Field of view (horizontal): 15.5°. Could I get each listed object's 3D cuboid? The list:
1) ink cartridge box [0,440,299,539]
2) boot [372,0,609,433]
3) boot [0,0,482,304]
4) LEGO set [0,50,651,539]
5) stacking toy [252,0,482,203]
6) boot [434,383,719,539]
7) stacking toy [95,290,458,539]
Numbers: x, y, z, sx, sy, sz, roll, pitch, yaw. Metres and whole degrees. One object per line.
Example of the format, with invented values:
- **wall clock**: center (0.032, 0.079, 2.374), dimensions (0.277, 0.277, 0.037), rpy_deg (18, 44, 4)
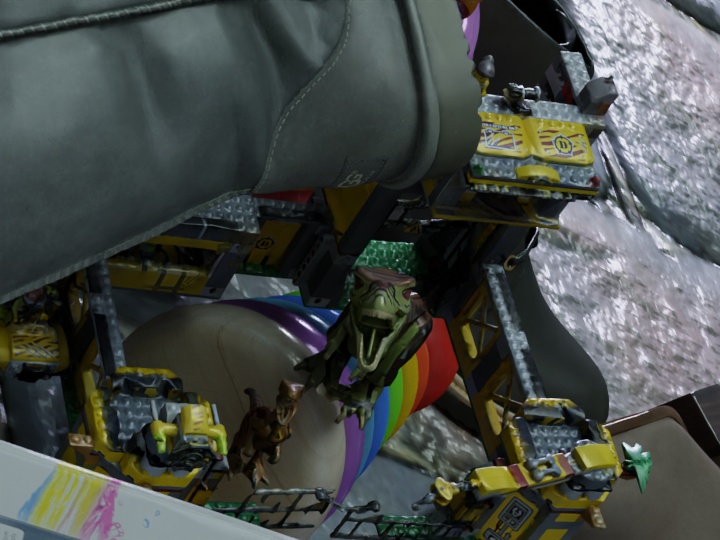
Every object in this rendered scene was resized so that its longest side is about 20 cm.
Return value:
- **ink cartridge box**: center (-0.090, 0.079, 0.639), dimensions (0.199, 0.068, 0.117), rpy_deg (19, -11, -1)
- **boot**: center (0.061, -0.026, 1.024), dimensions (0.200, 0.138, 0.078), rpy_deg (43, 27, -19)
- **boot**: center (-0.078, -0.080, 0.662), dimensions (0.199, 0.073, 0.182), rpy_deg (-13, 74, -27)
- **LEGO set**: center (0.000, 0.000, 0.751), dimensions (0.199, 0.116, 0.154), rpy_deg (12, 48, -22)
- **stacking toy**: center (-0.001, -0.080, 0.839), dimensions (0.116, 0.200, 0.110), rpy_deg (31, 67, -20)
- **boot**: center (0.122, 0.127, 1.020), dimensions (0.200, 0.070, 0.147), rpy_deg (-15, 81, -46)
- **stacking toy**: center (-0.013, 0.041, 0.906), dimensions (0.085, 0.085, 0.200), rpy_deg (55, 22, 6)
